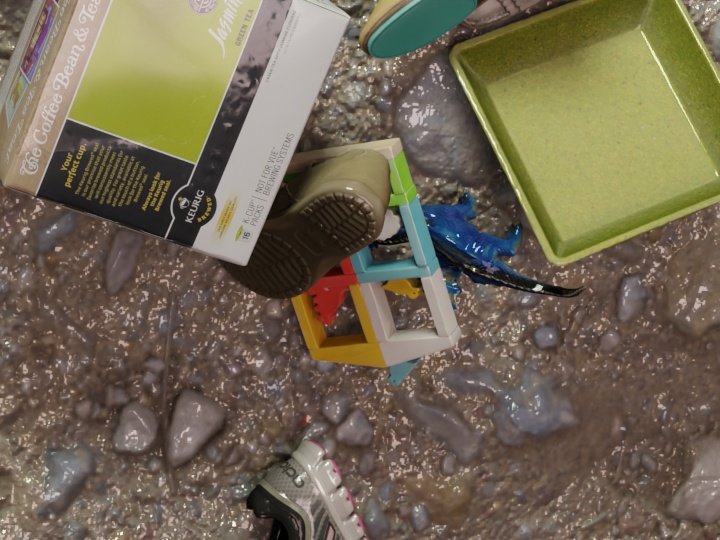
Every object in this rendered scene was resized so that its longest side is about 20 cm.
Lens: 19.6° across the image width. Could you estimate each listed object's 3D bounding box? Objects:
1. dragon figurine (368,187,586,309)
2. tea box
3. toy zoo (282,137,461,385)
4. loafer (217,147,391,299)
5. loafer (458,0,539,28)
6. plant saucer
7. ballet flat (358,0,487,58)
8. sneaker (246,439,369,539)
[{"bbox_3d":[0.075,-0.011,1.629,0.099,0.200,0.059,-21,140,-43],"label":"dragon figurine"},{"bbox_3d":[-0.145,-0.139,1.509,0.195,0.134,0.201,19,103,-24],"label":"tea box"},{"bbox_3d":[0.000,0.000,1.623,0.130,0.020,0.202,-6,114,29],"label":"toy zoo"},{"bbox_3d":[-0.037,-0.035,1.571,0.076,0.199,0.068,49,53,-17],"label":"loafer"},{"bbox_3d":[0.151,-0.260,1.627,0.199,0.063,0.072,-39,113,-6],"label":"loafer"},{"bbox_3d":[0.193,-0.114,1.649,0.198,0.048,0.201,-21,72,-13],"label":"plant saucer"},{"bbox_3d":[0.080,-0.232,1.592,0.199,0.063,0.069,-29,149,8],"label":"ballet flat"},{"bbox_3d":[-0.033,0.241,1.698,0.087,0.074,0.201,-27,107,-11],"label":"sneaker"}]
